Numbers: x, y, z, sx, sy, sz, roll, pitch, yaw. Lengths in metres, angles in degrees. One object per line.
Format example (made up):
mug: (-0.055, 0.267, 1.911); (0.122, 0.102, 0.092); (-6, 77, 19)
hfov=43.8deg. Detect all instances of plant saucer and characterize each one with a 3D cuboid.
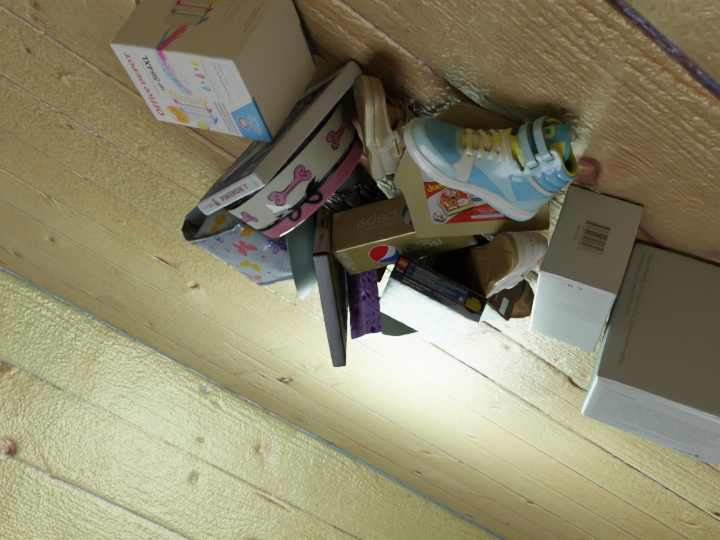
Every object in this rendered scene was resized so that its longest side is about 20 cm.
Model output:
plant saucer: (-0.080, -0.061, 1.339); (0.038, 0.205, 0.202); (-6, 155, 4)

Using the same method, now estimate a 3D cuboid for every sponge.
sponge: (0.000, 0.000, 1.359); (0.029, 0.204, 0.112); (-4, 173, -12)

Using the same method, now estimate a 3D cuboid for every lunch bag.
lunch bag: (-0.188, -0.064, 1.517); (0.169, 0.129, 0.198); (35, 147, -33)

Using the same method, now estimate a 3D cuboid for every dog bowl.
dog bowl: (-0.078, -0.125, 1.115); (0.074, 0.201, 0.199); (46, 153, -17)

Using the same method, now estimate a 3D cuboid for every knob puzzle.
knob puzzle: (0.136, -0.126, 1.092); (0.215, 0.031, 0.222); (6, 138, 6)

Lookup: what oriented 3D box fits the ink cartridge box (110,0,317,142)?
ink cartridge box: (-0.175, -0.249, 1.030); (0.197, 0.127, 0.129); (13, 151, 26)

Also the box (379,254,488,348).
box: (0.097, 0.048, 1.283); (0.135, 0.040, 0.200); (28, 165, 3)

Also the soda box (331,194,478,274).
soda box: (0.059, -0.058, 1.236); (0.196, 0.069, 0.064); (-13, 146, 21)

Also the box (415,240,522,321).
box: (0.151, 0.018, 1.373); (0.075, 0.102, 0.198); (37, 155, -33)

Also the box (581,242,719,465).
box: (0.413, 0.110, 1.165); (0.197, 0.202, 0.172); (18, 159, 13)

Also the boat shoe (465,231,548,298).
boat shoe: (0.193, -0.007, 1.191); (0.068, 0.072, 0.200); (-10, 173, -13)

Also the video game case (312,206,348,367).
video game case: (-0.042, 0.008, 1.340); (0.025, 0.182, 0.203); (-5, 125, 4)

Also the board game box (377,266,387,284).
board game box: (0.022, -0.002, 1.470); (0.030, 0.097, 0.200); (25, 160, -7)

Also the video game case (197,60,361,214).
video game case: (-0.101, -0.158, 1.084); (0.023, 0.201, 0.181); (45, 153, -17)

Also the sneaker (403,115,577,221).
sneaker: (0.155, -0.140, 0.988); (0.197, 0.081, 0.130); (22, 144, -26)

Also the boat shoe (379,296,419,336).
boat shoe: (0.087, 0.077, 1.548); (0.197, 0.072, 0.071); (-3, 175, -18)

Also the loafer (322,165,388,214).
loafer: (-0.038, -0.132, 1.267); (0.198, 0.073, 0.063); (30, 153, -11)

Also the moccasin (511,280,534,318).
moccasin: (0.193, 0.047, 1.452); (0.198, 0.075, 0.078); (-4, 139, 34)

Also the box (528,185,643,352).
box: (0.286, 0.003, 1.155); (0.096, 0.126, 0.201); (18, 158, 14)

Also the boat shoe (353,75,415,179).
boat shoe: (0.033, -0.178, 1.083); (0.068, 0.075, 0.200); (-12, 163, 2)
